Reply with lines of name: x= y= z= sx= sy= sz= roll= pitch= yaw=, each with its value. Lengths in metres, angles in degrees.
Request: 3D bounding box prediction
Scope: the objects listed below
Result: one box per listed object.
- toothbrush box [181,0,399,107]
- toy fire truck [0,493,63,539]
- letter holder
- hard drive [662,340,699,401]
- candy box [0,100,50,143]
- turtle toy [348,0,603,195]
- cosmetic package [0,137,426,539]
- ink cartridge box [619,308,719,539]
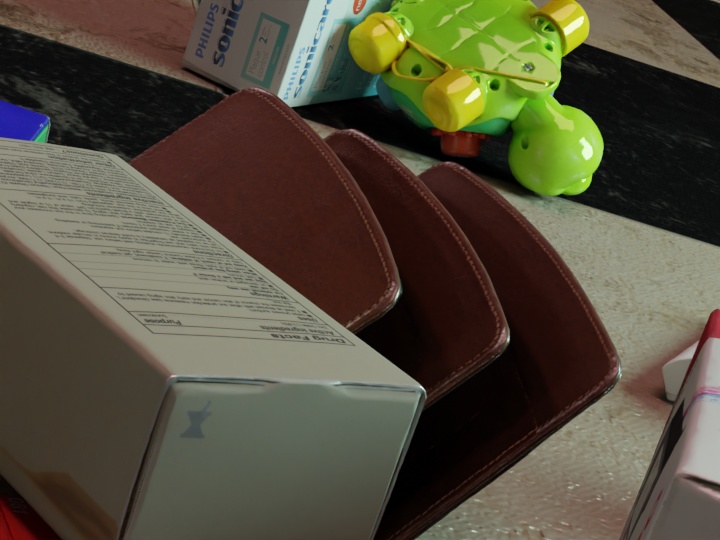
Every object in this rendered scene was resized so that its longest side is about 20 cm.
toothbrush box: x=-0.028 y=-0.203 z=1.505 sx=0.085 sy=0.147 sz=0.200 roll=26 pitch=17 yaw=21
toy fire truck: x=-0.083 y=0.104 z=0.658 sx=0.140 sy=0.049 sz=0.200 roll=12 pitch=19 yaw=-25
letter holder: x=0.000 y=0.000 z=0.846 sx=0.101 sy=0.142 sz=0.200 roll=55 pitch=0 yaw=-33
hard drive: x=0.262 y=0.038 z=1.198 sx=0.131 sy=0.027 sz=0.200 roll=-8 pitch=6 yaw=25
candy box: x=-0.232 y=-0.038 z=0.875 sx=0.168 sy=0.077 sz=0.200 roll=19 pitch=18 yaw=-2
turtle toy: x=0.091 y=-0.131 z=1.479 sx=0.145 sy=0.101 sz=0.200 roll=-35 pitch=60 yaw=-25
cosmetic package: x=-0.082 y=0.024 z=0.695 sx=0.105 sy=0.071 sz=0.200 roll=6 pitch=20 yaw=-39
ink cartridge box: x=0.124 y=0.113 z=0.702 sx=0.085 sy=0.148 sz=0.200 roll=23 pitch=16 yaw=9
